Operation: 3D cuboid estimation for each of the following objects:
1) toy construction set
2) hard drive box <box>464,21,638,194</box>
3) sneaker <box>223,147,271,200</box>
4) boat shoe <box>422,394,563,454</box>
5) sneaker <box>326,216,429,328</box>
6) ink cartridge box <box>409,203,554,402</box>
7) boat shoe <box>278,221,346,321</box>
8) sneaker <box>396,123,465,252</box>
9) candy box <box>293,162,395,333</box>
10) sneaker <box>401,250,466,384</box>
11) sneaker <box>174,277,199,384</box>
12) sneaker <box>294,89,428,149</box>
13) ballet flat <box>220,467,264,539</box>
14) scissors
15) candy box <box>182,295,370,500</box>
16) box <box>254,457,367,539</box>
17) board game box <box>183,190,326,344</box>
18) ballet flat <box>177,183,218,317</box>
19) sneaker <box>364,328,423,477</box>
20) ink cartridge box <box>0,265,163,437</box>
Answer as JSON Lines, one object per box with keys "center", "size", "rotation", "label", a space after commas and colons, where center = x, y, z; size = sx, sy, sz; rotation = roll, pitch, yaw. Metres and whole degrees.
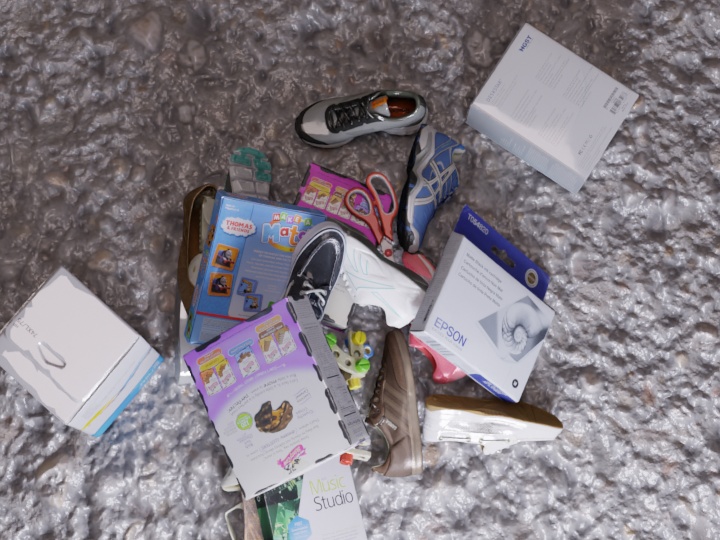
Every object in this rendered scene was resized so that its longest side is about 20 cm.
{"center": [-0.041, 0.169, 1.557], "size": [0.129, 0.092, 0.203], "rotation": [21, 46, -24], "label": "toy construction set"}
{"center": [0.276, -0.236, 1.689], "size": [0.199, 0.077, 0.157], "rotation": [34, 79, 5], "label": "hard drive box"}
{"center": [-0.163, -0.066, 1.639], "size": [0.076, 0.091, 0.204], "rotation": [8, 69, -20], "label": "sneaker"}
{"center": [0.179, 0.218, 1.603], "size": [0.196, 0.071, 0.071], "rotation": [8, 104, -7], "label": "boat shoe"}
{"center": [0.000, 0.000, 1.580], "size": [0.199, 0.070, 0.081], "rotation": [39, 105, 12], "label": "sneaker"}
{"center": [0.179, 0.044, 1.583], "size": [0.199, 0.040, 0.202], "rotation": [35, 68, -29], "label": "ink cartridge box"}
{"center": [-0.071, 0.035, 1.523], "size": [0.071, 0.068, 0.202], "rotation": [27, 98, -24], "label": "boat shoe"}
{"center": [0.099, -0.115, 1.649], "size": [0.076, 0.076, 0.203], "rotation": [17, 65, -5], "label": "sneaker"}
{"center": [-0.047, -0.031, 1.647], "size": [0.134, 0.061, 0.203], "rotation": [22, 78, 1], "label": "candy box"}
{"center": [0.095, 0.065, 1.624], "size": [0.086, 0.074, 0.202], "rotation": [-27, 80, -5], "label": "sneaker"}
{"center": [-0.201, 0.061, 1.630], "size": [0.113, 0.074, 0.204], "rotation": [3, 73, -16], "label": "sneaker"}
{"center": [0.001, -0.229, 1.682], "size": [0.196, 0.079, 0.075], "rotation": [-10, 80, -2], "label": "sneaker"}
{"center": [-0.153, 0.309, 1.574], "size": [0.066, 0.068, 0.204], "rotation": [-9, 77, 7], "label": "ballet flat"}
{"center": [0.042, -0.038, 1.618], "size": [0.072, 0.014, 0.203], "rotation": [-23, 82, -10], "label": "scissors"}
{"center": [-0.106, 0.159, 1.465], "size": [0.166, 0.071, 0.203], "rotation": [-27, 82, 18], "label": "candy box"}
{"center": [-0.077, 0.284, 1.560], "size": [0.142, 0.036, 0.203], "rotation": [-7, 75, -36], "label": "box"}
{"center": [-0.140, 0.007, 1.546], "size": [0.149, 0.037, 0.203], "rotation": [10, 105, -24], "label": "board game box"}
{"center": [-0.210, -0.029, 1.582], "size": [0.067, 0.072, 0.203], "rotation": [10, 63, -22], "label": "ballet flat"}
{"center": [0.040, 0.182, 1.600], "size": [0.074, 0.071, 0.204], "rotation": [-7, 78, -2], "label": "sneaker"}
{"center": [-0.372, 0.112, 1.541], "size": [0.146, 0.200, 0.147], "rotation": [40, 80, 7], "label": "ink cartridge box"}
